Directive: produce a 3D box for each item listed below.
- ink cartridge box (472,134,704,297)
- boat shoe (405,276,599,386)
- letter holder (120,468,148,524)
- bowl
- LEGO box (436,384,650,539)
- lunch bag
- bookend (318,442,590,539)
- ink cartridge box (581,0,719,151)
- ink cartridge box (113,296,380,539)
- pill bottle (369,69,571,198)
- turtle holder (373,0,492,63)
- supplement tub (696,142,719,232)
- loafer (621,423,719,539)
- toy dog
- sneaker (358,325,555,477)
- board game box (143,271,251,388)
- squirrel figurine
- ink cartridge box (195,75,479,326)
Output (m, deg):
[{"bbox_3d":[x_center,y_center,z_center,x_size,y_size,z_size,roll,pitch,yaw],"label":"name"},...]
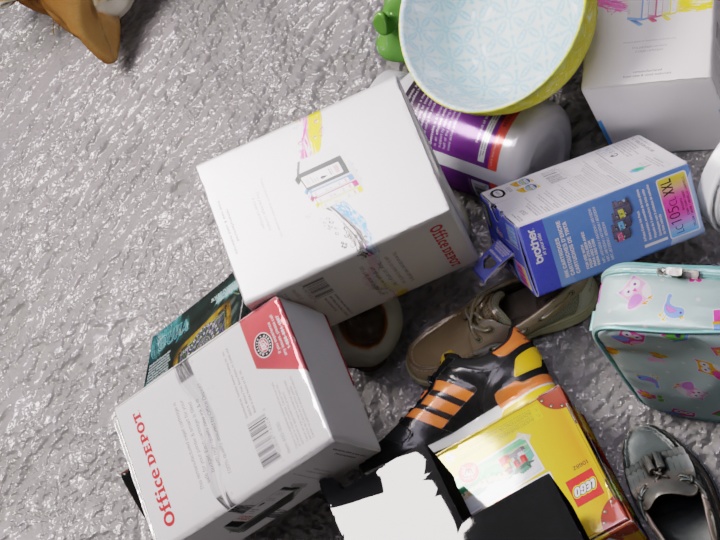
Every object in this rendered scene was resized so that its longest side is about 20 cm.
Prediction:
[{"bbox_3d":[0.195,-0.047,1.629,0.199,0.077,0.136,-19,17,-5],"label":"ink cartridge box"},{"bbox_3d":[0.128,0.045,1.681,0.199,0.065,0.072,-24,57,10],"label":"boat shoe"},{"bbox_3d":[-0.106,0.179,1.707,0.199,0.142,0.101,-32,87,9],"label":"letter holder"},{"bbox_3d":[0.147,-0.234,1.681,0.199,0.107,0.201,-7,77,33],"label":"bowl"},{"bbox_3d":[0.132,0.220,1.577,0.199,0.077,0.149,-30,56,8],"label":"LEGO box"},{"bbox_3d":[0.286,0.061,1.518,0.160,0.200,0.077,6,64,29],"label":"lunch bag"},{"bbox_3d":[0.098,0.224,1.487,0.198,0.092,0.200,-31,55,5],"label":"bookend"},{"bbox_3d":[0.295,-0.232,1.716,0.125,0.129,0.201,-4,62,23],"label":"ink cartridge box"},{"bbox_3d":[-0.102,0.140,1.557,0.200,0.083,0.147,-34,62,22],"label":"ink cartridge box"},{"bbox_3d":[0.102,-0.137,1.762,0.199,0.112,0.113,22,75,32],"label":"pill bottle"},{"bbox_3d":[0.096,-0.265,1.835,0.140,0.186,0.132,28,59,-1],"label":"turtle holder"},{"bbox_3d":[0.407,-0.043,1.552,0.145,0.145,0.200,-46,55,-4],"label":"supplement tub"},{"bbox_3d":[0.277,0.210,1.525,0.072,0.063,0.201,-28,56,8],"label":"loafer"},{"bbox_3d":[0.000,0.000,1.739,0.193,0.140,0.201,13,66,-3],"label":"toy dog"},{"bbox_3d":[0.081,0.124,1.645,0.199,0.070,0.090,-27,71,8],"label":"sneaker"},{"bbox_3d":[-0.157,0.090,1.739,0.200,0.028,0.136,-35,39,48],"label":"board game box"},{"bbox_3d":[-0.356,-0.343,2.037,0.186,0.200,0.142,20,83,45],"label":"squirrel figurine"},{"bbox_3d":[-0.018,-0.051,1.601,0.199,0.147,0.145,-24,69,5],"label":"ink cartridge box"}]
